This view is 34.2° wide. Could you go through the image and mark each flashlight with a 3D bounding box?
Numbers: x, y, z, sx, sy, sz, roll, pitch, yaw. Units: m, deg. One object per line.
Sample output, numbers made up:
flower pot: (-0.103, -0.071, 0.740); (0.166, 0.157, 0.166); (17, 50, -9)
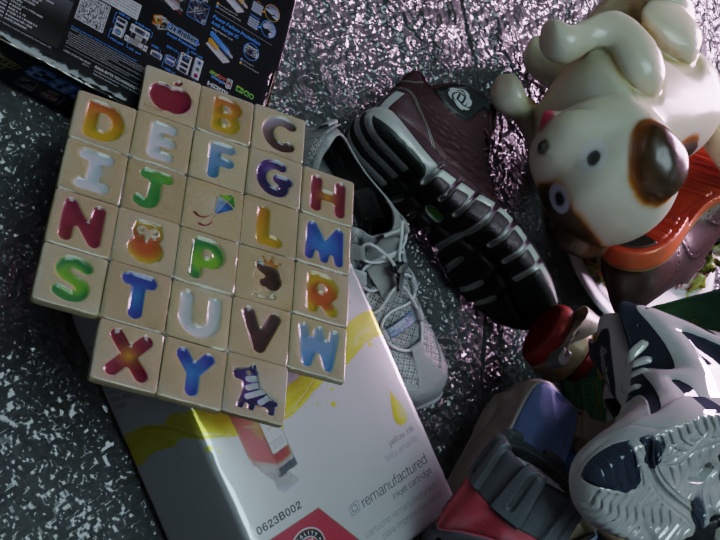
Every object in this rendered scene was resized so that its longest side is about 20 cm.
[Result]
flashlight: (0.048, 0.186, 0.648); (0.068, 0.068, 0.201); (28, 101, -17)

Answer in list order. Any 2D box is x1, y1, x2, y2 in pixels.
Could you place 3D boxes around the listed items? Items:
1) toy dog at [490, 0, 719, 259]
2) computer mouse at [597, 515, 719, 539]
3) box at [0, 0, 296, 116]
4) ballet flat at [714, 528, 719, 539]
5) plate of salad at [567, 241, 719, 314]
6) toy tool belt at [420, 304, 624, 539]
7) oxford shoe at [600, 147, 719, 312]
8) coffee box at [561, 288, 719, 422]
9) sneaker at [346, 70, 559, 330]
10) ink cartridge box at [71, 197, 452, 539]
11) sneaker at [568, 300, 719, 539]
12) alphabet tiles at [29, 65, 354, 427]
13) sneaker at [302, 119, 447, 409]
toy dog: (0.179, -0.097, 0.832); (0.194, 0.139, 0.201); (47, 41, -14)
computer mouse: (0.212, 0.176, 0.828); (0.046, 0.199, 0.140); (56, 8, 7)
box: (-0.132, -0.180, 0.698); (0.199, 0.049, 0.201); (26, 62, -30)
ballet flat: (0.297, 0.214, 0.918); (0.201, 0.068, 0.067); (51, 59, -13)
plate of salad: (0.235, -0.042, 0.952); (0.199, 0.048, 0.202); (13, 69, -35)
toy tool belt: (0.132, 0.135, 0.763); (0.122, 0.125, 0.201); (36, 63, -10)
oxford shoe: (0.245, -0.037, 0.903); (0.199, 0.071, 0.073); (-33, 134, -34)
coffee box: (0.217, 0.084, 0.801); (0.044, 0.200, 0.124); (-1, 77, -30)
sneaker: (0.087, -0.061, 0.824); (0.200, 0.075, 0.116); (48, 50, -17)
ink cartridge box: (-0.053, 0.079, 0.664); (0.145, 0.083, 0.202); (-26, 94, -41)
sneaker: (0.158, 0.077, 0.664); (0.198, 0.129, 0.080); (-21, 121, -33)
alphabet tiles: (-0.080, -0.019, 0.616); (0.165, 0.006, 0.202); (17, 52, -20)
sneaker: (0.000, 0.000, 0.729); (0.075, 0.082, 0.201); (-40, 103, -38)
